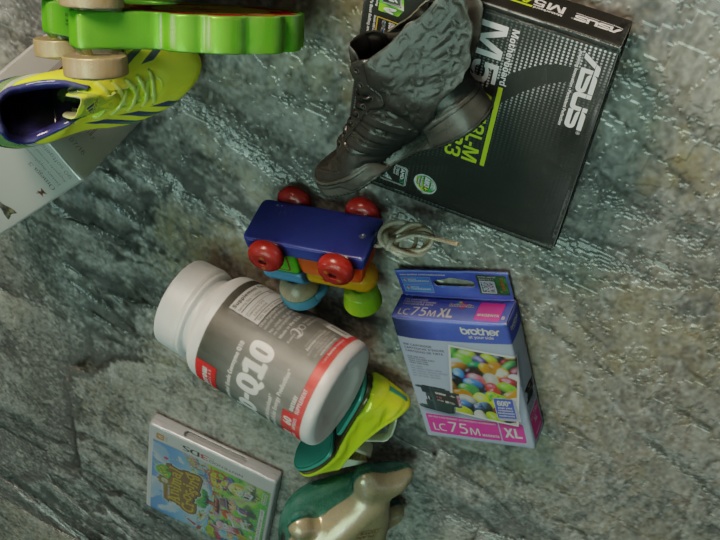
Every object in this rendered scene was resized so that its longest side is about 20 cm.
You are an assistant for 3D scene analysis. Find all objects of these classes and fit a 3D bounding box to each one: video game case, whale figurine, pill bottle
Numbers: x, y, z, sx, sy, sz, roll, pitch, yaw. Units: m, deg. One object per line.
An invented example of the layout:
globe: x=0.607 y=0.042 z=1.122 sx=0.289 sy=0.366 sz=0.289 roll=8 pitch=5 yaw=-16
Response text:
video game case: x=-0.198 y=0.288 z=1.369 sx=0.181 sy=0.022 sz=0.201 roll=23 pitch=137 yaw=9
whale figurine: x=-0.020 y=0.269 z=1.197 sx=0.158 sy=0.104 sz=0.201 roll=0 pitch=137 yaw=-35
pill bottle: x=-0.101 y=0.078 z=1.045 sx=0.199 sy=0.114 sz=0.114 roll=28 pitch=138 yaw=17

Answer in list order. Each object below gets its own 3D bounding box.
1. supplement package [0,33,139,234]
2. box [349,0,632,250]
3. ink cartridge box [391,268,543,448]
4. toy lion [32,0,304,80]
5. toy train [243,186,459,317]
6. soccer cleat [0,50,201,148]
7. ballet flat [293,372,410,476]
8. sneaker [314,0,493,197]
supplement package: x=-0.322 y=-0.126 z=0.990 sx=0.199 sy=0.118 sz=0.117 roll=-23 pitch=116 yaw=41
box: x=0.089 y=-0.129 z=0.808 sx=0.192 sy=0.048 sz=0.201 roll=24 pitch=137 yaw=13
ink cartridge box: x=0.102 y=0.086 z=1.005 sx=0.118 sy=0.042 sz=0.201 roll=3 pitch=129 yaw=26
toy lion: x=-0.146 y=-0.192 z=0.812 sx=0.200 sy=0.190 sz=0.069 roll=33 pitch=125 yaw=58
toy train: x=0.000 y=0.000 z=0.957 sx=0.198 sy=0.085 sz=0.116 roll=11 pitch=144 yaw=21
soccer cleat: x=-0.218 y=-0.144 z=0.865 sx=0.084 sy=0.199 sz=0.065 roll=22 pitch=128 yaw=59
ballet flat: x=-0.007 y=0.179 z=1.137 sx=0.067 sy=0.067 sz=0.200 roll=20 pitch=138 yaw=-17
sneaker: x=0.020 y=-0.133 z=0.772 sx=0.199 sy=0.060 sz=0.104 roll=-22 pitch=117 yaw=37
